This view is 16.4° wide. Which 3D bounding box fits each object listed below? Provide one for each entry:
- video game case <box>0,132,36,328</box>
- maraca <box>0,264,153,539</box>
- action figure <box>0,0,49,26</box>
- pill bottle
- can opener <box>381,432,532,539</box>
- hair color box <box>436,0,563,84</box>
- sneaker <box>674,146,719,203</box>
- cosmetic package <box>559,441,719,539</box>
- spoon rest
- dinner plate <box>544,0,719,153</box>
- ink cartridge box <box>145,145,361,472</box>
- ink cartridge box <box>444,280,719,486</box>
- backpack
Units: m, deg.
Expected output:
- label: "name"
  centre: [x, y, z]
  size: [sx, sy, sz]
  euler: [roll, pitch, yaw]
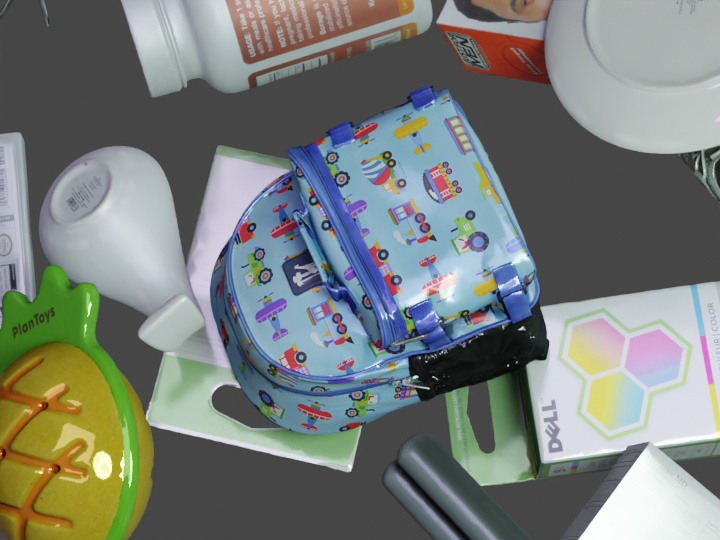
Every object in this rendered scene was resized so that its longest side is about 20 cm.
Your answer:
- label: "video game case"
  centre: [-0.323, -0.014, 1.696]
  size: [0.199, 0.018, 0.144]
  euler: [-7, 73, -1]
- label: "maraca"
  centre: [-0.194, 0.098, 1.604]
  size: [0.137, 0.107, 0.201]
  euler: [-27, 67, 35]
- label: "action figure"
  centre: [-0.229, -0.278, 1.735]
  size: [0.118, 0.102, 0.201]
  euler: [2, 70, -10]
- label: "pill bottle"
  centre: [-0.060, -0.187, 1.693]
  size: [0.199, 0.112, 0.113]
  euler: [-18, 72, -4]
- label: "can opener"
  centre: [0.099, 0.184, 1.608]
  size: [0.200, 0.053, 0.066]
  euler: [42, 44, 12]
- label: "hair color box"
  centre: [0.162, -0.176, 1.668]
  size: [0.199, 0.061, 0.102]
  euler: [12, 67, 31]
- label: "sneaker"
  centre: [0.244, -0.089, 1.649]
  size: [0.200, 0.082, 0.075]
  euler: [44, 112, 23]
- label: "cosmetic package"
  centre: [0.227, 0.202, 1.564]
  size: [0.200, 0.051, 0.083]
  euler: [40, 79, -4]
- label: "spoon rest"
  centre: [-0.152, -0.011, 1.645]
  size: [0.099, 0.061, 0.200]
  euler: [-40, 44, 3]
- label: "dinner plate"
  centre: [0.209, -0.165, 1.588]
  size: [0.199, 0.024, 0.201]
  euler: [-11, 59, 18]
- label: "ink cartridge box"
  centre: [-0.049, 0.027, 1.658]
  size: [0.145, 0.048, 0.201]
  euler: [12, 75, 6]
- label: "ink cartridge box"
  centre: [0.154, 0.075, 1.628]
  size: [0.199, 0.059, 0.104]
  euler: [-7, 73, 0]
- label: "backpack"
  centre: [0.000, 0.000, 1.571]
  size: [0.199, 0.135, 0.183]
  euler: [-21, 68, 0]
